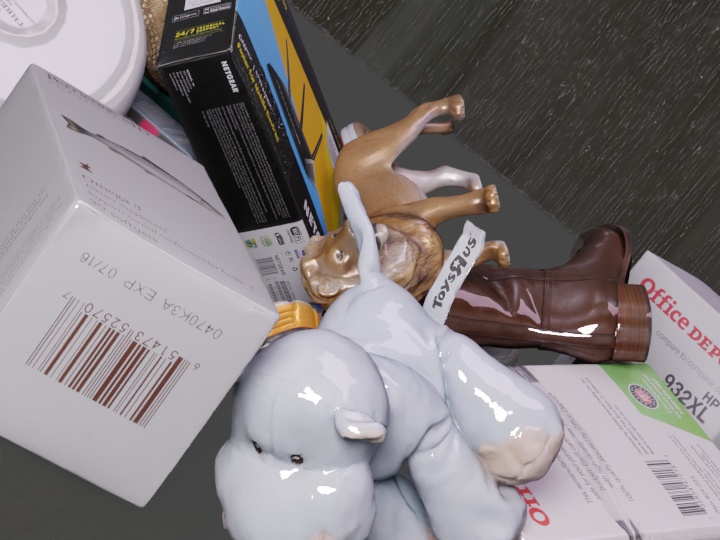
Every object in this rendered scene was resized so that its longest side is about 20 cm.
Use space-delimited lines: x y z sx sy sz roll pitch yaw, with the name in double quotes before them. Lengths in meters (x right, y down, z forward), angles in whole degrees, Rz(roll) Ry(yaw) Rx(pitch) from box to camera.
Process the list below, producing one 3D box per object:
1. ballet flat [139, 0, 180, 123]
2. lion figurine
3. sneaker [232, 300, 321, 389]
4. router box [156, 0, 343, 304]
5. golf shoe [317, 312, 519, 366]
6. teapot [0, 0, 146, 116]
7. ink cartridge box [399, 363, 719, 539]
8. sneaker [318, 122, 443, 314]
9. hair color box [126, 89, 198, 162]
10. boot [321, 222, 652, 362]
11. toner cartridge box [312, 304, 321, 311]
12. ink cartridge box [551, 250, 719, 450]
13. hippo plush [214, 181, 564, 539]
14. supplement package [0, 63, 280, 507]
"ballet flat" -0.117 -0.135 1.315 0.070 0.065 0.200 41 -5 11
"lion figurine" 0.018 -0.038 1.255 0.200 0.122 0.073 -104 -178 -64
"sneaker" -0.024 0.080 1.232 0.200 0.078 0.077 28 40 -61
"router box" -0.063 -0.097 1.261 0.149 0.051 0.200 -88 162 -47
"golf shoe" 0.016 0.031 1.370 0.200 0.097 0.078 7 3 -30
"teapot" -0.230 -0.122 1.169 0.197 0.146 0.200 6 62 -35
"ink cartridge box" 0.119 0.132 1.217 0.200 0.084 0.146 1 40 -38
"sneaker" 0.000 0.000 1.432 0.071 0.112 0.200 -91 155 -62
"hair color box" -0.194 -0.092 1.270 0.200 0.099 0.061 41 11 12
"boot" 0.075 0.005 1.327 0.199 0.064 0.186 4 15 -3
"toner cartridge box" -0.075 -0.038 1.614 0.200 0.043 0.095 37 10 -9
"ink cartridge box" 0.208 0.110 1.510 0.084 0.200 0.145 27 15 -49
"hippo plush" 0.010 0.079 1.040 0.159 0.200 0.161 19 13 17
"supplement package" -0.135 0.001 1.012 0.117 0.117 0.200 30 12 -25
